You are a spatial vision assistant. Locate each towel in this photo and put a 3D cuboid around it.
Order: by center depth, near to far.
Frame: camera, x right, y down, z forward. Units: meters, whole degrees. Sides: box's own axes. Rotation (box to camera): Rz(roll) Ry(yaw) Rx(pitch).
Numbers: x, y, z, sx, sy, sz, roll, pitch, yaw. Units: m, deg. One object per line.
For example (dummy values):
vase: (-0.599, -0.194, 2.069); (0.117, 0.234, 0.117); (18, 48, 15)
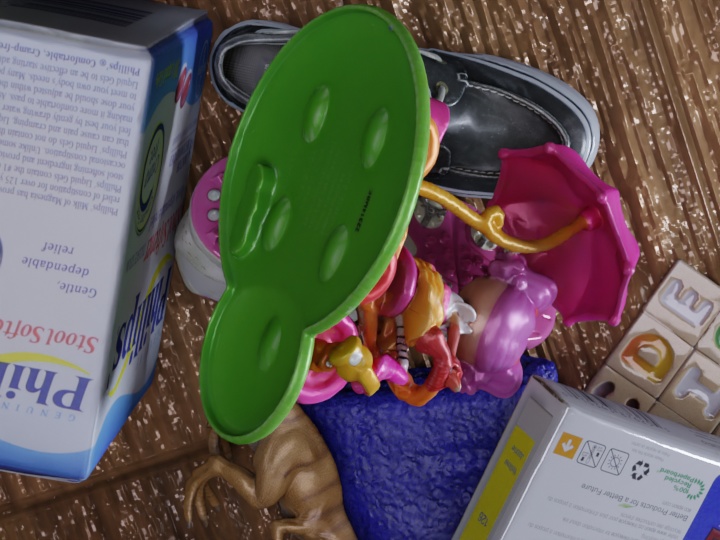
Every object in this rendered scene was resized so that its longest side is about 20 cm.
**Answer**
towel: (0.044, 0.149, 1.157); (0.147, 0.050, 0.202); (-8, 101, 10)

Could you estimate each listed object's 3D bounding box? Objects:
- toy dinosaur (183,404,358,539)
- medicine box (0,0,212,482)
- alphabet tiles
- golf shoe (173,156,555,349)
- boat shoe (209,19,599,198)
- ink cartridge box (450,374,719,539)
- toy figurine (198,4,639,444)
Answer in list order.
toy dinosaur: (-0.041, 0.084, 1.126); (0.106, 0.060, 0.201); (-9, 108, 35)
medicine box: (-0.146, -0.026, 1.074); (0.102, 0.182, 0.201); (10, 102, 3)
alphabet tiles: (0.193, 0.094, 1.160); (0.167, 0.008, 0.201); (34, 102, -2)
golf shoe: (0.000, 0.000, 1.131); (0.199, 0.092, 0.076); (18, 62, -17)
boat shoe: (0.019, -0.075, 1.107); (0.198, 0.071, 0.073); (11, 102, 2)
ink cartridge box: (0.124, 0.169, 1.112); (0.197, 0.047, 0.201); (19, 106, -32)
toy figurine: (0.042, 0.001, 1.036); (0.183, 0.150, 0.201); (17, 94, -34)
